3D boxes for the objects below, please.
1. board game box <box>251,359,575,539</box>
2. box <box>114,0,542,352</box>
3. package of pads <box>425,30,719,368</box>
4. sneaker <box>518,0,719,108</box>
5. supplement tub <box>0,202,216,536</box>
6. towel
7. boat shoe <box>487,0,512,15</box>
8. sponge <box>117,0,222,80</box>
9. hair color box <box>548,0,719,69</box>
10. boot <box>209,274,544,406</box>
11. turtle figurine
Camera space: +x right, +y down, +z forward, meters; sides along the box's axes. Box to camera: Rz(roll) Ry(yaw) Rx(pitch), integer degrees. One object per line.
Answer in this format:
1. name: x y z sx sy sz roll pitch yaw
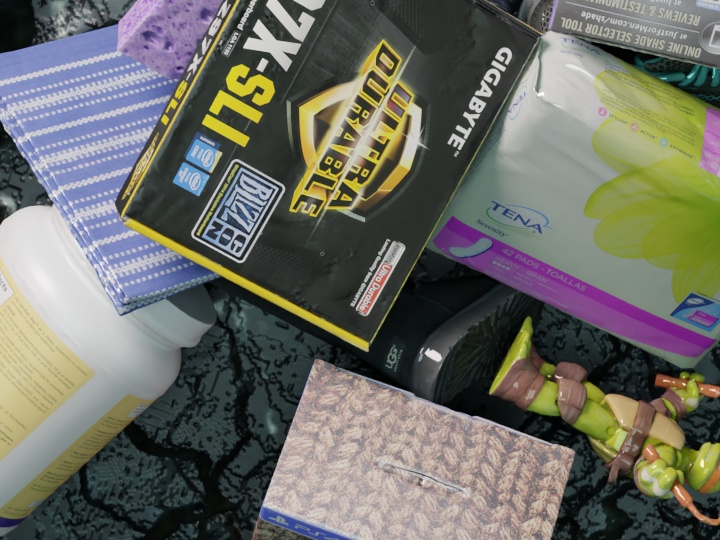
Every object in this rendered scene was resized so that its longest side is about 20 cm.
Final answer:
1. board game box: 0.019 0.161 1.111 0.159 0.200 0.097 19 60 1
2. box: -0.018 -0.081 1.013 0.159 0.049 0.201 28 94 -16
3. package of pads: 0.153 -0.038 1.076 0.199 0.068 0.155 24 138 -12
4. sneaker: 0.190 -0.124 1.088 0.199 0.091 0.078 9 99 3
5. supplement tub: -0.202 0.052 1.144 0.200 0.145 0.145 -42 93 8
6. towel: -0.127 -0.069 1.106 0.144 0.024 0.200 -20 60 -29
7. boat shoe: 0.015 -0.122 1.139 0.200 0.091 0.071 -21 141 35
8. sponge: -0.037 -0.170 1.058 0.111 0.030 0.200 29 128 -28
9. hair color box: 0.173 -0.198 1.053 0.109 0.200 0.065 13 131 2
10. boot: 0.000 0.000 1.151 0.199 0.165 0.066 26 112 22
11. turtle figurine: 0.157 0.089 1.105 0.161 0.200 0.065 29 114 3
